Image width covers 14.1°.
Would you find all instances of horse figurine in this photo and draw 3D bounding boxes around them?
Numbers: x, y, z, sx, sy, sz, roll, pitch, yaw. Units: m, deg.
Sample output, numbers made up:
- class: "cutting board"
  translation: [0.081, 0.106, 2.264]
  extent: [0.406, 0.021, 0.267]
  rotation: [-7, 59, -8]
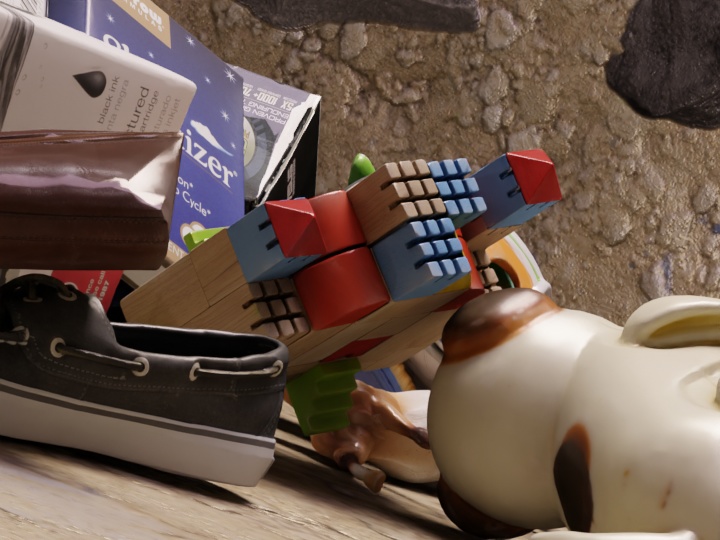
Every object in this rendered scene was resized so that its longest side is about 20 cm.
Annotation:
- class: "horse figurine"
  translation: [0.038, 0.081, 1.367]
  extent: [0.200, 0.050, 0.133]
  rotation: [12, 9, -33]

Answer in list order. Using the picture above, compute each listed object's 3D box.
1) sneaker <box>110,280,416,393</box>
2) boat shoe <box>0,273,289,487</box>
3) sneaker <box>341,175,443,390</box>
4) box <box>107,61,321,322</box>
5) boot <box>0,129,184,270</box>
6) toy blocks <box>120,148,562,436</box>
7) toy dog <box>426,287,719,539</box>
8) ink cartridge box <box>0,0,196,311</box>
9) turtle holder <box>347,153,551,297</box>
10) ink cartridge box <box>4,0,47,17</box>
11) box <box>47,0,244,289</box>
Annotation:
- class: "sneaker"
  translation: [-0.059, 0.036, 1.463]
  extent: [0.200, 0.088, 0.075]
  rotation: [36, -27, 28]
- class: "boat shoe"
  translation: [-0.111, 0.031, 1.051]
  extent: [0.200, 0.057, 0.069]
  rotation: [17, 2, -38]
- class: "sneaker"
  translation: [0.048, 0.046, 1.454]
  extent: [0.200, 0.074, 0.087]
  rotation: [54, -7, -29]
- class: "box"
  translation: [-0.130, -0.048, 1.608]
  extent: [0.200, 0.086, 0.164]
  rotation: [21, -36, 11]
- class: "boot"
  translation: [-0.170, -0.032, 1.048]
  extent: [0.200, 0.064, 0.186]
  rotation: [-7, 19, -16]
- class: "toy blocks"
  translation: [0.000, 0.000, 1.242]
  extent: [0.200, 0.100, 0.137]
  rotation: [-8, -18, -46]
- class: "toy dog"
  translation: [0.113, 0.083, 1.205]
  extent: [0.194, 0.140, 0.200]
  rotation: [-26, 32, -32]
- class: "ink cartridge box"
  translation: [-0.180, -0.045, 1.201]
  extent: [0.083, 0.147, 0.200]
  rotation: [25, 5, 36]
- class: "turtle holder"
  translation: [0.033, 0.036, 1.676]
  extent: [0.132, 0.186, 0.141]
  rotation: [20, 34, 11]
- class: "ink cartridge box"
  translation: [-0.200, -0.125, 1.340]
  extent: [0.044, 0.200, 0.174]
  rotation: [-17, -44, 15]
- class: "box"
  translation: [-0.106, -0.075, 1.435]
  extent: [0.121, 0.032, 0.200]
  rotation: [39, 33, -37]
